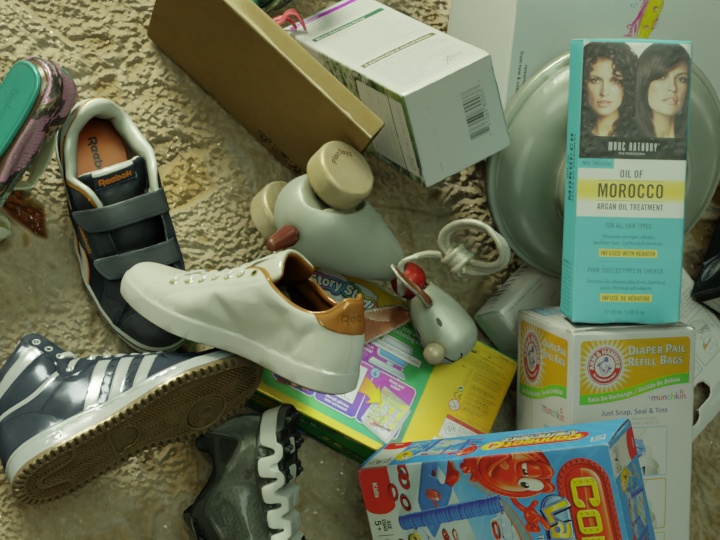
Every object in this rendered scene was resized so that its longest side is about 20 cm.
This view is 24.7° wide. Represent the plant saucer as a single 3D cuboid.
[{"bbox_3d":[0.195,-0.075,1.253,0.198,0.050,0.202,-7,117,-13],"label":"plant saucer"}]

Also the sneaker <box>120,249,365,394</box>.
[{"bbox_3d":[-0.079,0.015,1.171,0.198,0.073,0.086,19,107,23],"label":"sneaker"}]

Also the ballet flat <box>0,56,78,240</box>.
[{"bbox_3d":[-0.274,-0.066,1.223,0.069,0.071,0.201,41,97,35],"label":"ballet flat"}]

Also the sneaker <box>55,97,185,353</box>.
[{"bbox_3d":[-0.180,-0.035,1.244,0.078,0.079,0.202,-21,83,-20],"label":"sneaker"}]

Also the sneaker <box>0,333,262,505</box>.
[{"bbox_3d":[-0.177,0.081,1.194,0.199,0.071,0.109,-25,48,-17],"label":"sneaker"}]

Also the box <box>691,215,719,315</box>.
[{"bbox_3d":[0.390,-0.002,1.388,0.199,0.043,0.161,30,70,-17],"label":"box"}]

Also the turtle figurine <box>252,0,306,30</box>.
[{"bbox_3d":[-0.076,-0.262,1.315,0.149,0.101,0.201,10,56,35],"label":"turtle figurine"}]

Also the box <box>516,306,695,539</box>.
[{"bbox_3d":[0.182,0.132,1.246,0.100,0.112,0.202,-2,99,-16],"label":"box"}]

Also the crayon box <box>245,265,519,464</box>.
[{"bbox_3d":[0.010,0.083,1.273,0.199,0.058,0.120,28,70,-6],"label":"crayon box"}]

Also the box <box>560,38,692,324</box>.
[{"bbox_3d":[0.191,-0.065,1.187,0.081,0.049,0.202,1,97,-4],"label":"box"}]

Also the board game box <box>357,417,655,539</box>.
[{"bbox_3d":[0.114,0.218,1.175,0.056,0.194,0.202,-27,105,-61],"label":"board game box"}]

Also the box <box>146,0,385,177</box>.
[{"bbox_3d":[-0.077,-0.148,1.255,0.200,0.163,0.021,44,70,0],"label":"box"}]

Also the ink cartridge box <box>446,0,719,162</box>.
[{"bbox_3d":[0.184,-0.172,1.315,0.198,0.146,0.146,-2,115,-16],"label":"ink cartridge box"}]

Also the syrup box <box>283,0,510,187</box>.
[{"bbox_3d":[0.023,-0.142,1.260,0.081,0.200,0.079,-27,122,-17],"label":"syrup box"}]

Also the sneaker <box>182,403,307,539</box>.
[{"bbox_3d":[-0.086,0.200,1.217,0.089,0.066,0.203,-2,92,13],"label":"sneaker"}]

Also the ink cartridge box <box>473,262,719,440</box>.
[{"bbox_3d":[0.211,0.057,1.350,0.161,0.050,0.201,-44,104,-21],"label":"ink cartridge box"}]

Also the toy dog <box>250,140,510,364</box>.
[{"bbox_3d":[0.000,0.000,1.205,0.199,0.132,0.097,30,44,5],"label":"toy dog"}]
